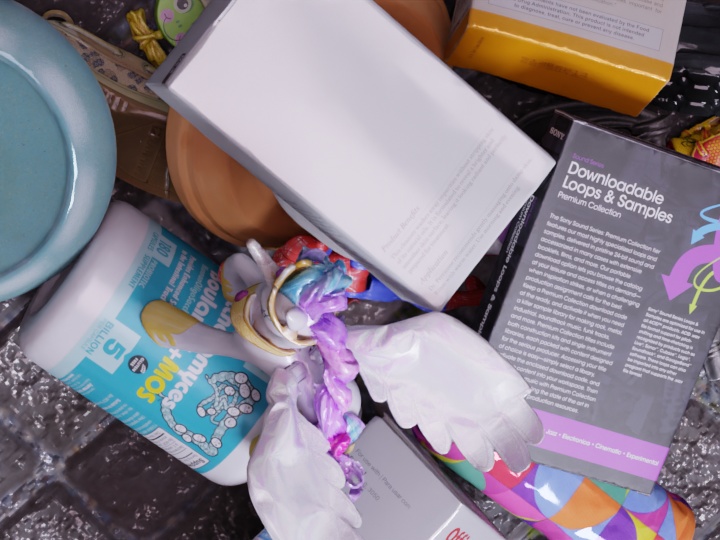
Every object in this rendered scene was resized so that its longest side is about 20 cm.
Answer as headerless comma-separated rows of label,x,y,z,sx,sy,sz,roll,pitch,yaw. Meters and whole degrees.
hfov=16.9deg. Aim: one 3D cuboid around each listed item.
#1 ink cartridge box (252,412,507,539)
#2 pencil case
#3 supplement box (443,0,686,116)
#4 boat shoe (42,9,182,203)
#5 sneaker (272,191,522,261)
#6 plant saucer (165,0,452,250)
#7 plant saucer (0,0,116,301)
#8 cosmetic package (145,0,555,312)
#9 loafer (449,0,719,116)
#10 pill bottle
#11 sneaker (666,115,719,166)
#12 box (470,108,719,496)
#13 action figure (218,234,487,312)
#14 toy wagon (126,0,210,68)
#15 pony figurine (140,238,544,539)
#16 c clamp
ink cartridge box,-0.014,0.196,1.475,0.200,0.145,0.085,-46,68,-1
pencil case,0.120,0.124,1.511,0.200,0.088,0.088,41,91,-25
supplement box,0.133,-0.207,1.437,0.125,0.074,0.201,15,74,-6
boat shoe,-0.165,-0.105,1.453,0.199,0.063,0.073,28,120,-11
sneaker,0.038,-0.040,1.440,0.199,0.100,0.075,8,96,-19
plant saucer,-0.021,-0.095,1.431,0.199,0.037,0.201,-24,134,-26
plant saucer,-0.238,-0.064,1.365,0.199,0.027,0.201,0,116,1
cosmetic package,-0.006,-0.082,1.333,0.200,0.081,0.113,41,84,-12
loafer,0.153,-0.145,1.501,0.199,0.068,0.071,9,57,-2
pill bottle,-0.098,0.055,1.460,0.200,0.111,0.111,34,92,-14
sneaker,0.240,-0.074,1.519,0.077,0.073,0.200,41,90,-17
box,0.143,0.020,1.420,0.142,0.036,0.201,17,101,-23
action figure,0.000,0.000,1.464,0.199,0.052,0.066,-4,125,-38
toy wagon,-0.047,-0.183,1.465,0.199,0.040,0.156,-31,103,-4
pony figurine,-0.025,0.067,1.320,0.166,0.200,0.193,-41,99,-19
c clamp,0.175,-0.018,1.498,0.170,0.027,0.201,-19,97,23
